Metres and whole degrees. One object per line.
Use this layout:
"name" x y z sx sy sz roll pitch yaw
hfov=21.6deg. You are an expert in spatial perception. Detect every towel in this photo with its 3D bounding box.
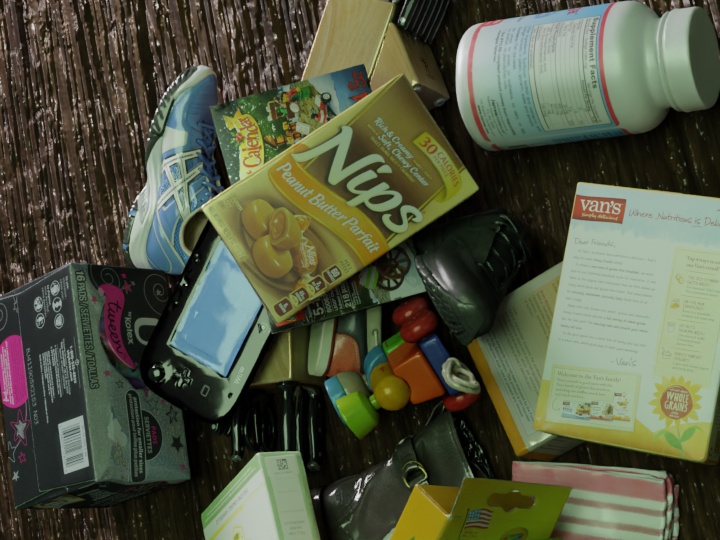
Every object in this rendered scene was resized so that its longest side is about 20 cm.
"towel" 0.180 0.257 1.523 0.146 0.030 0.200 1 82 30

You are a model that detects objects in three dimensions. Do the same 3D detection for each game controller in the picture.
"game controller" -0.115 0.031 1.644 0.104 0.042 0.200 29 96 30

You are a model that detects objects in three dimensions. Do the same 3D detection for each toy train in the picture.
"toy train" 0.031 0.096 1.528 0.116 0.200 0.085 -32 100 2

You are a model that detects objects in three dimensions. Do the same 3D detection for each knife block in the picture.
"knife block" -0.064 0.072 1.670 0.176 0.064 0.200 43 102 27
"knife block" -0.003 -0.208 1.675 0.200 0.064 0.176 -30 68 22

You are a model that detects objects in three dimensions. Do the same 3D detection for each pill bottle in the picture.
"pill bottle" 0.187 -0.162 1.544 0.200 0.109 0.109 -5 79 28

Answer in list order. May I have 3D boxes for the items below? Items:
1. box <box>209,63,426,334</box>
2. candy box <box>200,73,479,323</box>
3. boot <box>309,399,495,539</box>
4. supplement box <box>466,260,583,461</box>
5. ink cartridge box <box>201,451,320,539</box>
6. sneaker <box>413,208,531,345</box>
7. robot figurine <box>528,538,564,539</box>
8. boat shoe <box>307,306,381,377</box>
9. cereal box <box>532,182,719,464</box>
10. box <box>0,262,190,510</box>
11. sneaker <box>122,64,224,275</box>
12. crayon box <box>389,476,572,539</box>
"box" -0.035 -0.060 1.594 0.136 0.038 0.200 -16 89 0
"candy box" -0.017 -0.058 1.546 0.200 0.055 0.116 -34 91 0
"boot" 0.047 0.227 1.580 0.174 0.069 0.200 -28 69 21
"supplement box" 0.196 0.053 1.522 0.200 0.073 0.126 -32 68 21
"ink cartridge box" -0.073 0.273 1.602 0.146 0.048 0.200 -49 48 52
"sneaker" 0.095 -0.007 1.535 0.091 0.200 0.076 -27 110 9
"robot figurine" 0.156 0.309 1.450 0.175 0.116 0.200 -2 85 38
"boat shoe" 0.000 0.000 1.650 0.062 0.071 0.200 10 82 -12
"cereal box" 0.220 0.038 1.446 0.144 0.040 0.200 9 85 29
"box" -0.244 0.107 1.721 0.132 0.115 0.200 -22 72 42
"sneaker" -0.157 -0.090 1.750 0.077 0.076 0.200 16 99 24
"crayon box" 0.075 0.243 1.506 0.051 0.127 0.200 40 111 45
